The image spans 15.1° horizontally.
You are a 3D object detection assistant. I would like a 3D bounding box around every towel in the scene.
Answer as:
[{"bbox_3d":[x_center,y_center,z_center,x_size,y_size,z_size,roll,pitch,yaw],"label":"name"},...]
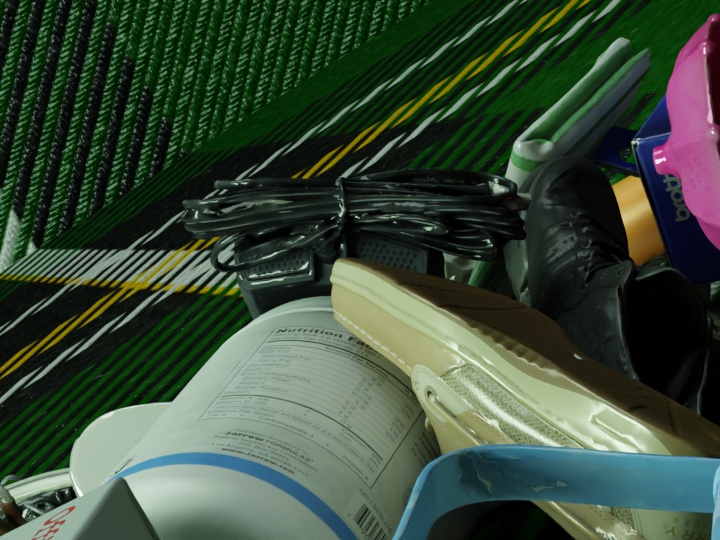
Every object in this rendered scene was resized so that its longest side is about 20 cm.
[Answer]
[{"bbox_3d":[0.067,-0.002,1.266,0.153,0.023,0.201,-46,-17,-57],"label":"towel"}]

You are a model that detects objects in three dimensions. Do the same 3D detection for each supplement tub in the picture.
[{"bbox_3d":[-0.032,0.102,1.037,0.132,0.132,0.200,-26,10,23],"label":"supplement tub"}]

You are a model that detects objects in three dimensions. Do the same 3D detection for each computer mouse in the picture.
[{"bbox_3d":[0.000,0.000,1.145,0.138,0.053,0.200,1,-26,1],"label":"computer mouse"}]

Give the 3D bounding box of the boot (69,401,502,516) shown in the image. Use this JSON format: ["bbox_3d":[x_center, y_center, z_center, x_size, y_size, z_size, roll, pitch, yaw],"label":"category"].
[{"bbox_3d":[-0.023,0.085,1.203,0.199,0.073,0.090,0,-11,10],"label":"boot"}]

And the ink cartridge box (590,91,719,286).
[{"bbox_3d":[0.205,-0.059,1.197,0.199,0.077,0.136,-14,15,22],"label":"ink cartridge box"}]

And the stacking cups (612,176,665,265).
[{"bbox_3d":[0.182,-0.043,1.387,0.200,0.061,0.061,-32,8,22],"label":"stacking cups"}]

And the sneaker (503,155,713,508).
[{"bbox_3d":[0.103,0.021,1.080,0.104,0.060,0.201,-35,34,45],"label":"sneaker"}]

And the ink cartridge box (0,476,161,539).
[{"bbox_3d":[-0.137,0.187,0.874,0.199,0.145,0.145,-28,9,16],"label":"ink cartridge box"}]

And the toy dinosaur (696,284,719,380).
[{"bbox_3d":[0.126,0.028,1.199,0.088,0.048,0.200,-14,12,8],"label":"toy dinosaur"}]

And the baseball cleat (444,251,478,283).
[{"bbox_3d":[-0.007,0.051,1.457,0.200,0.070,0.106,-26,-2,-38],"label":"baseball cleat"}]

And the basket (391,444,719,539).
[{"bbox_3d":[0.093,0.085,0.656,0.199,0.140,0.176,5,21,16],"label":"basket"}]

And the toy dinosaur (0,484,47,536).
[{"bbox_3d":[-0.094,0.138,1.197,0.181,0.106,0.200,4,21,41],"label":"toy dinosaur"}]

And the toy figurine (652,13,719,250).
[{"bbox_3d":[0.202,-0.072,1.018,0.184,0.150,0.200,-45,42,-5],"label":"toy figurine"}]

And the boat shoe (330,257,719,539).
[{"bbox_3d":[0.051,0.052,0.994,0.071,0.065,0.200,10,16,-43],"label":"boat shoe"}]

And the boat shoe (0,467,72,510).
[{"bbox_3d":[-0.184,0.148,1.438,0.200,0.075,0.062,-31,14,31],"label":"boat shoe"}]

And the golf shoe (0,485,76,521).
[{"bbox_3d":[-0.181,0.158,1.367,0.199,0.078,0.095,-29,9,4],"label":"golf shoe"}]
